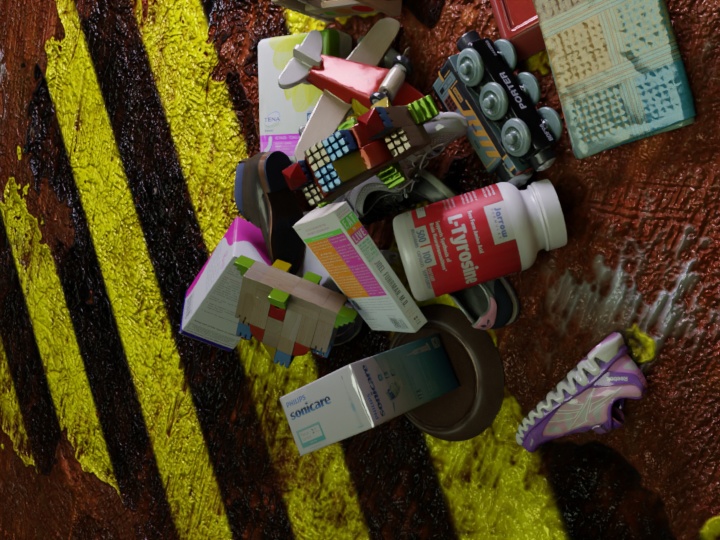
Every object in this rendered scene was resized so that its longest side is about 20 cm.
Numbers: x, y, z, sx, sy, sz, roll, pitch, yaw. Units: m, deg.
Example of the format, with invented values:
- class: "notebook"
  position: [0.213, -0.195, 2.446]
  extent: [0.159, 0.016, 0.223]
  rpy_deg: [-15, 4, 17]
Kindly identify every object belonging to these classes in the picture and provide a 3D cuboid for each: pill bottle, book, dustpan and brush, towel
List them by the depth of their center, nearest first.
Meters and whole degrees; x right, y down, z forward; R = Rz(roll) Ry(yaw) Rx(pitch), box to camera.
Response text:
- class: "towel"
  position: [0.289, -0.245, 0.891]
  extent: [0.146, 0.022, 0.202]
  rpy_deg: [-14, 97, 38]
- class: "pill bottle"
  position: [0.147, -0.042, 0.959]
  extent: [0.198, 0.112, 0.114]
  rpy_deg: [-18, 85, 6]
- class: "book"
  position: [0.000, 0.000, 1.091]
  extent: [0.201, 0.048, 0.133]
  rpy_deg: [56, 159, -14]
- class: "dustpan and brush"
  position: [-0.028, -0.022, 1.197]
  extent: [0.199, 0.057, 0.142]
  rpy_deg: [2, 91, 46]

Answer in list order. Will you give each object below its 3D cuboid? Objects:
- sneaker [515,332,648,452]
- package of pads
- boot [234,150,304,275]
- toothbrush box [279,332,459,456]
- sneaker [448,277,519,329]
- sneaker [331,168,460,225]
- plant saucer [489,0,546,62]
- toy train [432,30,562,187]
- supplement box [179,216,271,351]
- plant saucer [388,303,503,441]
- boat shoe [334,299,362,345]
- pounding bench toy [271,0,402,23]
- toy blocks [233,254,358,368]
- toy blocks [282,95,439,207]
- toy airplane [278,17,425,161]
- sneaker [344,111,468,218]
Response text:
- class: "sneaker"
  position: [0.275, 0.172, 0.956]
  extent: [0.089, 0.080, 0.201]
  rpy_deg: [46, 122, 15]
- class: "package of pads"
  position: [-0.087, -0.260, 1.193]
  extent: [0.153, 0.068, 0.203]
  rpy_deg: [6, 100, 37]
- class: "boot"
  position: [-0.143, -0.087, 1.215]
  extent: [0.096, 0.074, 0.203]
  rpy_deg: [10, 109, 47]
- class: "toothbrush box"
  position: [0.014, 0.164, 1.044]
  extent: [0.146, 0.199, 0.086]
  rpy_deg: [-30, 78, 37]
- class: "sneaker"
  position: [0.130, -0.007, 1.040]
  extent: [0.201, 0.082, 0.070]
  rpy_deg: [53, 127, 21]
- class: "sneaker"
  position: [0.050, -0.097, 1.083]
  extent: [0.199, 0.075, 0.107]
  rpy_deg: [31, 94, 41]
- class: "plant saucer"
  position: [0.228, -0.385, 0.935]
  extent: [0.198, 0.037, 0.202]
  rpy_deg: [-20, 85, 40]
- class: "toy train"
  position: [0.171, -0.200, 0.979]
  extent: [0.201, 0.085, 0.114]
  rpy_deg: [60, 150, 11]
- class: "supplement box"
  position: [-0.212, 0.026, 1.293]
  extent: [0.200, 0.103, 0.102]
  rpy_deg: [-51, 28, 34]
- class: "plant saucer"
  position: [0.111, 0.151, 1.113]
  extent: [0.199, 0.034, 0.203]
  rpy_deg: [8, 102, 38]
- class: "boat shoe"
  position: [-0.082, 0.093, 1.236]
  extent: [0.199, 0.073, 0.075]
  rpy_deg: [-18, 85, 40]
- class: "pounding bench toy"
  position: [-0.045, -0.425, 1.041]
  extent: [0.155, 0.199, 0.126]
  rpy_deg: [9, 96, 39]
- class: "toy blocks"
  position: [-0.111, 0.079, 1.164]
  extent: [0.198, 0.100, 0.138]
  rpy_deg: [21, 121, 7]
- class: "toy blocks"
  position: [-0.011, -0.133, 0.912]
  extent: [0.199, 0.136, 0.101]
  rpy_deg: [-27, 90, 27]
- class: "toy airplane"
  position: [-0.012, -0.242, 1.067]
  extent: [0.198, 0.141, 0.201]
  rpy_deg: [-20, 60, 5]
- class: "sneaker"
  position: [0.061, -0.136, 1.005]
  extent: [0.199, 0.074, 0.083]
  rpy_deg: [-28, 74, 32]
